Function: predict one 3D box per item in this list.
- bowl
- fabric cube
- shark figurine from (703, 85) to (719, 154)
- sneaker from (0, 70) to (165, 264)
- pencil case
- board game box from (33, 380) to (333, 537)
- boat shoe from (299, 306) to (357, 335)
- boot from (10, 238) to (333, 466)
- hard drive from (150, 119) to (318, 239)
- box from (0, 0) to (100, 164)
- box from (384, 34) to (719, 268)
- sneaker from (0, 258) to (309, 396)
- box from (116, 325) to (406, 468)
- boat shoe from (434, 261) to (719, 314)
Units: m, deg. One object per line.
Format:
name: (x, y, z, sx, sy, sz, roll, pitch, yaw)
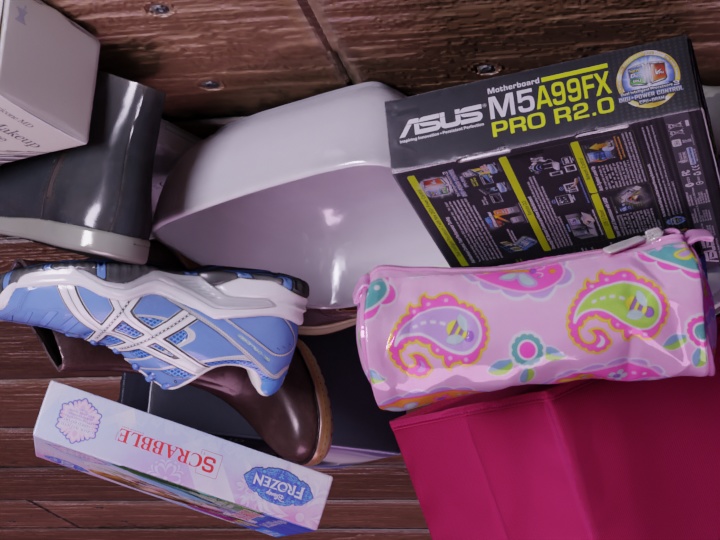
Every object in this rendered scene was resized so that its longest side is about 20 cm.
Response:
bowl: (-0.005, -0.048, 1.065, 0.199, 0.075, 0.200, -14, 154, 33)
fabric cube: (0.172, 0.151, 1.109, 0.196, 0.200, 0.200, -18, 179, -29)
shark figurine: (0.265, -0.081, 0.930, 0.128, 0.090, 0.214, 14, 160, -33)
sneaker: (-0.177, -0.067, 1.036, 0.075, 0.107, 0.200, 15, 177, -40)
pencil case: (0.097, 0.026, 0.938, 0.199, 0.088, 0.087, -8, 160, 5)
board game box: (-0.132, 0.139, 1.213, 0.199, 0.041, 0.200, 20, 167, -6)
boat shoe: (0.000, 0.000, 1.232, 0.199, 0.072, 0.072, 2, 147, 4)
boot: (-0.125, 0.060, 1.122, 0.166, 0.200, 0.072, -6, 138, -39)
hard drive: (-0.126, -0.050, 1.155, 0.131, 0.026, 0.200, -11, 157, 34)
box: (-0.250, -0.097, 0.970, 0.199, 0.069, 0.082, -10, 156, 33)
box: (0.115, -0.046, 0.930, 0.159, 0.044, 0.200, -11, 155, 14)
sneaker: (-0.133, 0.033, 1.047, 0.199, 0.077, 0.076, 5, -177, -4)
box: (-0.082, 0.086, 1.354, 0.199, 0.124, 0.198, 8, 168, -13)
boat shoe: (0.128, 0.022, 1.046, 0.201, 0.072, 0.060, -7, 146, 16)
